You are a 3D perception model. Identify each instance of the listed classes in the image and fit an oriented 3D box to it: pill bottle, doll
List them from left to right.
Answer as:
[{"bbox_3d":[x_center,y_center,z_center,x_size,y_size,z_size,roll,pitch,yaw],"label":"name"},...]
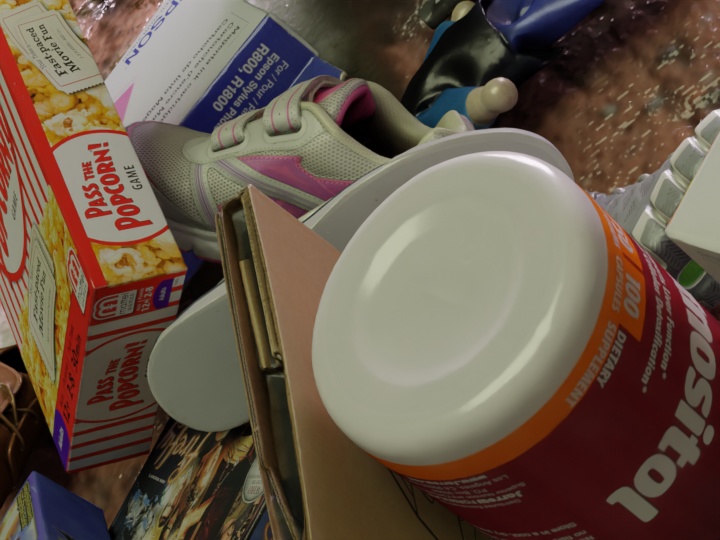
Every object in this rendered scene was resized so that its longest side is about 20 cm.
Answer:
[{"bbox_3d":[0.068,-0.106,0.904,0.200,0.048,0.137,-40,22,18],"label":"doll"},{"bbox_3d":[0.083,0.053,0.671,0.113,0.200,0.113,-23,49,29],"label":"pill bottle"}]

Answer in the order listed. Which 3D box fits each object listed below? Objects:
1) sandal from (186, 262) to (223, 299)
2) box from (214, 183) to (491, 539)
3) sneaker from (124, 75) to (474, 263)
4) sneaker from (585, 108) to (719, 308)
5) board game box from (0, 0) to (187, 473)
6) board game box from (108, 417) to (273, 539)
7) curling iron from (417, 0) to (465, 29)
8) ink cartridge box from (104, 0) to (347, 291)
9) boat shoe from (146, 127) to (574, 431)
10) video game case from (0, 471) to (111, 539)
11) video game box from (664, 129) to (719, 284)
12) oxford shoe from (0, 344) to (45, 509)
[{"bbox_3d":[-0.045,0.002,0.933,0.200,0.054,0.080,30,84,49],"label":"sandal"},{"bbox_3d":[0.026,0.076,0.707,0.021,0.200,0.164,-34,45,21],"label":"box"},{"bbox_3d":[-0.024,-0.052,0.873,0.199,0.089,0.081,11,26,16],"label":"sneaker"},{"bbox_3d":[0.123,-0.033,0.793,0.200,0.075,0.115,-46,32,0],"label":"sneaker"},{"bbox_3d":[-0.145,-0.029,0.895,0.200,0.046,0.152,63,153,30],"label":"board game box"},{"bbox_3d":[-0.072,0.126,0.828,0.136,0.035,0.200,-62,17,-10],"label":"board game box"},{"bbox_3d":[0.103,-0.197,0.952,0.200,0.026,0.050,-40,19,13],"label":"curling iron"},{"bbox_3d":[-0.112,-0.061,1.018,0.197,0.043,0.200,-52,27,0],"label":"ink cartridge box"},{"bbox_3d":[0.000,0.000,0.803,0.200,0.072,0.066,-35,12,11],"label":"boat shoe"},{"bbox_3d":[-0.168,0.202,0.830,0.182,0.045,0.200,-59,17,3],"label":"video game case"},{"bbox_3d":[0.208,-0.050,0.643,0.047,0.182,0.201,19,76,51],"label":"video game box"},{"bbox_3d":[-0.197,0.085,0.964,0.071,0.071,0.200,-37,19,10],"label":"oxford shoe"}]
